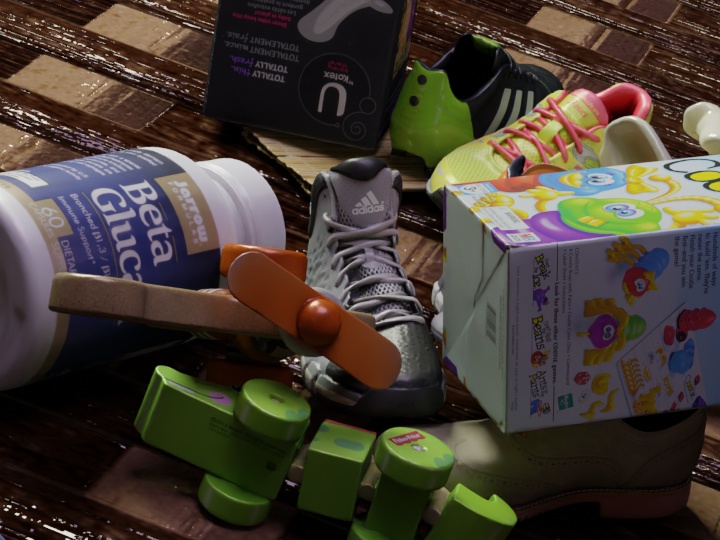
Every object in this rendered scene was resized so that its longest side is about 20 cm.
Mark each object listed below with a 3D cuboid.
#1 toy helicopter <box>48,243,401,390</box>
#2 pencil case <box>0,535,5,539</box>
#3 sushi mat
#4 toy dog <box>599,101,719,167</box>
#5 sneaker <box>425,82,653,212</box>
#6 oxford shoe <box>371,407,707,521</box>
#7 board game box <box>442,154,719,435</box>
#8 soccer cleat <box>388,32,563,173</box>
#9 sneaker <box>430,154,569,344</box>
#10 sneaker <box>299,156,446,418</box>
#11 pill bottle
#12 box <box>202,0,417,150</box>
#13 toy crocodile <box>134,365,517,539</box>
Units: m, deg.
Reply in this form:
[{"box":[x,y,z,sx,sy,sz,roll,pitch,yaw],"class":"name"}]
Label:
[{"box":[-0.068,0.024,1.337,0.132,0.079,0.200,7,-2,43],"class":"toy helicopter"},{"box":[-0.201,0.173,1.067,0.092,0.085,0.200,32,25,-3],"class":"pencil case"},{"box":[0.025,-0.074,1.785,0.199,0.012,0.096,-2,31,-35],"class":"sushi mat"},{"box":[0.234,-0.016,1.654,0.200,0.140,0.194,-12,50,-45],"class":"toy dog"},{"box":[0.120,-0.080,1.746,0.078,0.090,0.200,44,39,20],"class":"sneaker"},{"box":[0.095,0.087,1.427,0.199,0.074,0.071,0,32,-29],"class":"oxford shoe"},{"box":[0.153,0.008,1.402,0.199,0.105,0.103,-6,22,-16],"class":"board game box"},{"box":[0.088,-0.123,1.813,0.067,0.081,0.200,27,26,24],"class":"soccer cleat"},{"box":[0.096,-0.008,1.537,0.077,0.112,0.200,26,8,-3],"class":"sneaker"},{"box":[0.000,0.000,1.468,0.075,0.116,0.200,-2,19,-14],"class":"sneaker"},{"box":[-0.136,-0.007,1.438,0.111,0.111,0.200,33,30,32],"class":"pill bottle"},{"box":[-0.024,-0.196,1.763,0.122,0.201,0.106,12,17,6],"class":"box"},{"box":[-0.017,0.099,1.348,0.199,0.068,0.062,19,22,3],"class":"toy crocodile"}]
